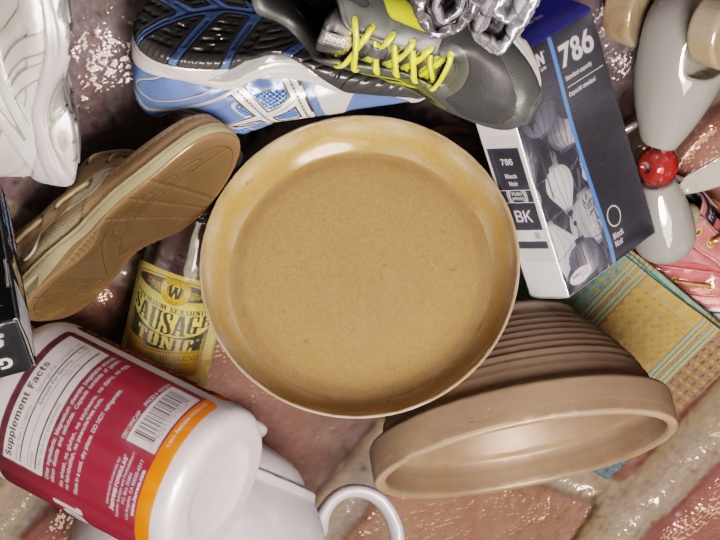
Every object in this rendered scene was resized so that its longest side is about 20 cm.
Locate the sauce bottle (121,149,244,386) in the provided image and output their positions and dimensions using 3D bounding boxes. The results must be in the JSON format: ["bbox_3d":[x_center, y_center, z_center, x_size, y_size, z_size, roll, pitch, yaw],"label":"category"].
[{"bbox_3d":[-0.117,0.003,1.622,0.066,0.066,0.201,2,126,-16],"label":"sauce bottle"}]

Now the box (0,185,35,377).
[{"bbox_3d":[-0.310,0.019,1.519,0.199,0.159,0.046,-16,133,-3],"label":"box"}]

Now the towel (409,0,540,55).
[{"bbox_3d":[0.080,-0.250,1.412,0.085,0.166,0.201,16,122,-19],"label":"towel"}]

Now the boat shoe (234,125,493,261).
[{"bbox_3d":[0.005,-0.035,1.589,0.199,0.070,0.071,-26,133,-15],"label":"boat shoe"}]

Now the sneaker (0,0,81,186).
[{"bbox_3d":[-0.222,-0.130,1.482,0.099,0.078,0.201,-5,128,-7],"label":"sneaker"}]

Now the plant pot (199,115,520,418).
[{"bbox_3d":[0.000,0.000,1.528,0.199,0.201,0.028,-16,158,-2],"label":"plant pot"}]

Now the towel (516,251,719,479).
[{"bbox_3d":[0.153,0.050,1.676,0.200,0.022,0.147,35,110,-33],"label":"towel"}]

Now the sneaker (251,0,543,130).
[{"bbox_3d":[0.015,-0.137,1.474,0.199,0.085,0.075,32,129,13],"label":"sneaker"}]

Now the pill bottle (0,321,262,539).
[{"bbox_3d":[-0.173,0.103,1.597,0.113,0.199,0.113,-46,150,-37],"label":"pill bottle"}]

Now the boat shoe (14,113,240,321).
[{"bbox_3d":[-0.158,-0.045,1.552,0.200,0.065,0.071,-38,151,28],"label":"boat shoe"}]

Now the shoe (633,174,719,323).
[{"bbox_3d":[0.245,-0.015,1.701,0.199,0.072,0.091,-2,134,-8],"label":"shoe"}]

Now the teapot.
[{"bbox_3d":[-0.097,0.173,1.708,0.200,0.197,0.147,35,75,-56],"label":"teapot"}]

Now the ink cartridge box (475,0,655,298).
[{"bbox_3d":[0.120,-0.093,1.550,0.099,0.039,0.201,-34,112,-38],"label":"ink cartridge box"}]

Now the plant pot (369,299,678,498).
[{"bbox_3d":[0.099,0.077,1.581,0.200,0.093,0.201,-9,164,-3],"label":"plant pot"}]

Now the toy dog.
[{"bbox_3d":[0.215,-0.113,1.603,0.096,0.132,0.201,-24,147,-38],"label":"toy dog"}]

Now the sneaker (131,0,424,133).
[{"bbox_3d":[-0.050,-0.129,1.541,0.199,0.076,0.077,5,144,-15],"label":"sneaker"}]
